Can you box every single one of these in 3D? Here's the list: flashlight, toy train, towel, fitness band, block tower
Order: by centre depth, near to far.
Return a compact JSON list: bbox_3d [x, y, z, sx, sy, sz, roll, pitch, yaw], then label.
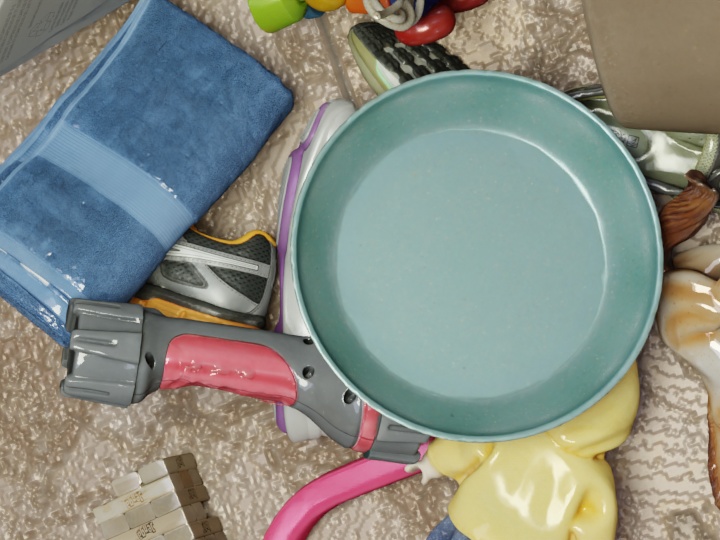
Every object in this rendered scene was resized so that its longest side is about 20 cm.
[{"bbox_3d":[-0.061,0.060,1.438,0.199,0.068,0.068,8,87,-11],"label":"flashlight"},{"bbox_3d":[-0.012,-0.156,1.438,0.115,0.200,0.085,-10,106,23],"label":"toy train"},{"bbox_3d":[-0.136,-0.057,1.502,0.112,0.049,0.200,35,72,19],"label":"towel"},{"bbox_3d":[0.037,0.170,1.521,0.200,0.037,0.144,-22,84,14],"label":"fitness band"},{"bbox_3d":[-0.090,0.209,1.546,0.054,0.058,0.200,-24,84,15],"label":"block tower"}]

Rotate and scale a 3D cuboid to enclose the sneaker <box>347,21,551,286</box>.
[{"bbox_3d":[0.041,-0.049,1.497,0.089,0.077,0.200,-40,77,30],"label":"sneaker"}]

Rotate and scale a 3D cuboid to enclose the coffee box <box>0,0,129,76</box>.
[{"bbox_3d":[-0.190,-0.256,1.441,0.198,0.200,0.200,44,139,10],"label":"coffee box"}]

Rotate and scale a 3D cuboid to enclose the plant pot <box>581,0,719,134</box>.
[{"bbox_3d":[0.207,-0.144,1.372,0.174,0.200,0.201,-12,89,13],"label":"plant pot"}]

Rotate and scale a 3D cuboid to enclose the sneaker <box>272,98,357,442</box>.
[{"bbox_3d":[0.000,0.000,1.502,0.099,0.075,0.201,2,109,-1],"label":"sneaker"}]

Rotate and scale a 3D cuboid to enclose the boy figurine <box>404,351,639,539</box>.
[{"bbox_3d":[0.086,0.124,1.457,0.124,0.064,0.200,29,93,11],"label":"boy figurine"}]

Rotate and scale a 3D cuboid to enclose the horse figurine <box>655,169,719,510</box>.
[{"bbox_3d":[0.212,0.036,1.447,0.132,0.050,0.200,-27,97,36],"label":"horse figurine"}]

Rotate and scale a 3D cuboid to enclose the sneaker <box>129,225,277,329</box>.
[{"bbox_3d":[-0.138,-0.013,1.547,0.200,0.078,0.077,22,84,10],"label":"sneaker"}]

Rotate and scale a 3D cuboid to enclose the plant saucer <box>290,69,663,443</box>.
[{"bbox_3d":[0.061,-0.006,1.420,0.199,0.036,0.201,1,80,-6],"label":"plant saucer"}]

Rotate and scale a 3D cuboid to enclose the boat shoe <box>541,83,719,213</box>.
[{"bbox_3d":[0.193,-0.065,1.450,0.200,0.066,0.072,10,94,15],"label":"boat shoe"}]
